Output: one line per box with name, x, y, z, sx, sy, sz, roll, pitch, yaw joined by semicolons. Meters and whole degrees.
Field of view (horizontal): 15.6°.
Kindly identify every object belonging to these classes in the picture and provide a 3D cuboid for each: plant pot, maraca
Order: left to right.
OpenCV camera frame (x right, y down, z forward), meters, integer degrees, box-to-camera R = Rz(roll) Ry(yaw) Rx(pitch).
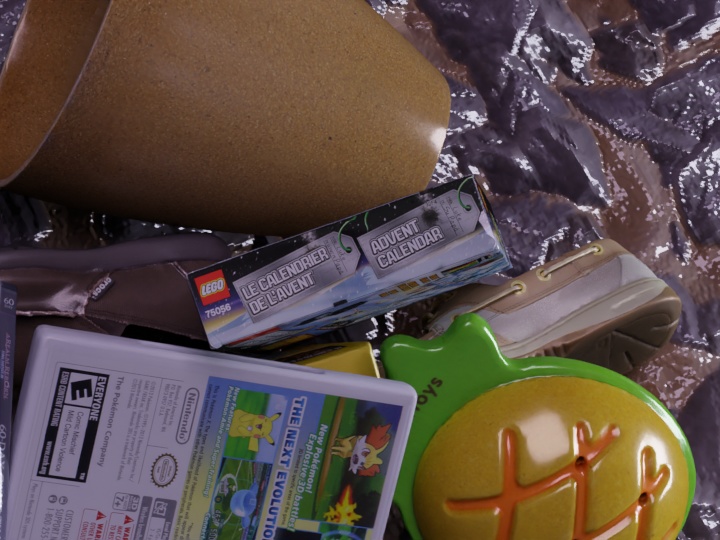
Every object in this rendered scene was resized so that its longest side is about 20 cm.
plant pot;-0.061;-0.095;1.332;0.200;0.186;0.187;21;61;-20
maraca;0.075;0.096;1.286;0.200;0.137;0.107;30;16;-26

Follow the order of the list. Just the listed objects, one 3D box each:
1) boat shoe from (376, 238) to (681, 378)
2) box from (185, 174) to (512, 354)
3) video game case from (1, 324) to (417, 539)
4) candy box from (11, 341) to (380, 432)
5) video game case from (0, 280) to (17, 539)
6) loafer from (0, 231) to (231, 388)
boat shoe;0.066;0.041;1.356;0.200;0.074;0.066;-20;53;-21
box;0.000;0.000;1.253;0.137;0.200;0.040;-20;86;3
video game case;-0.082;0.134;1.214;0.182;0.022;0.200;10;101;-19
candy box;-0.099;0.072;1.273;0.200;0.102;0.026;-16;91;-22
video game case;-0.219;0.111;1.196;0.019;0.143;0.200;24;63;-54
loafer;-0.148;0.029;1.291;0.200;0.073;0.071;-11;70;-23
